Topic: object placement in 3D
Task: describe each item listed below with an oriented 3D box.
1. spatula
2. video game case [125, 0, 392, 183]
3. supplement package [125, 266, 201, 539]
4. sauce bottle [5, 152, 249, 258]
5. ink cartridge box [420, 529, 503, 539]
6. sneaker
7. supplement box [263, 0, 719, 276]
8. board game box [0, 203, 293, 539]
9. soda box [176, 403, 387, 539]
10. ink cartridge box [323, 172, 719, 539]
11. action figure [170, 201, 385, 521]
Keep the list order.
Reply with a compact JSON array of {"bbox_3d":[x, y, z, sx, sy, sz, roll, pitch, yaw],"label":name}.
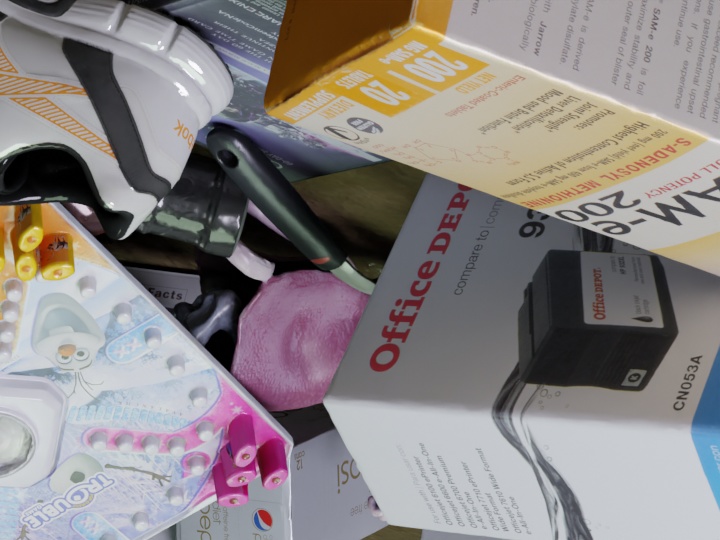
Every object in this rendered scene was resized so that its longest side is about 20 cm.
[{"bbox_3d":[0.000,0.000,1.206,0.056,0.021,0.200,-8,143,40],"label":"spatula"},{"bbox_3d":[-0.025,-0.077,1.094,0.142,0.019,0.199,24,162,-32],"label":"video game case"},{"bbox_3d":[-0.110,0.110,1.462,0.109,0.201,0.114,7,164,21],"label":"supplement package"},{"bbox_3d":[-0.144,-0.051,1.197,0.199,0.066,0.066,13,164,-8],"label":"sauce bottle"},{"bbox_3d":[0.112,0.139,1.492,0.083,0.148,0.200,3,162,28],"label":"ink cartridge box"},{"bbox_3d":[-0.151,-0.073,1.065,0.199,0.080,0.074,17,160,16],"label":"sneaker"},{"bbox_3d":[0.085,-0.065,0.948,0.199,0.074,0.126,18,164,-20],"label":"supplement box"},{"bbox_3d":[-0.161,0.075,1.238,0.199,0.026,0.200,-30,129,16],"label":"board game box"},{"bbox_3d":[-0.016,0.096,1.439,0.068,0.064,0.200,4,-169,27],"label":"soda box"},{"bbox_3d":[0.106,0.027,1.087,0.199,0.146,0.084,3,141,30],"label":"ink cartridge box"},{"bbox_3d":[0.011,0.023,1.326,0.198,0.134,0.150,3,123,-11],"label":"action figure"}]
